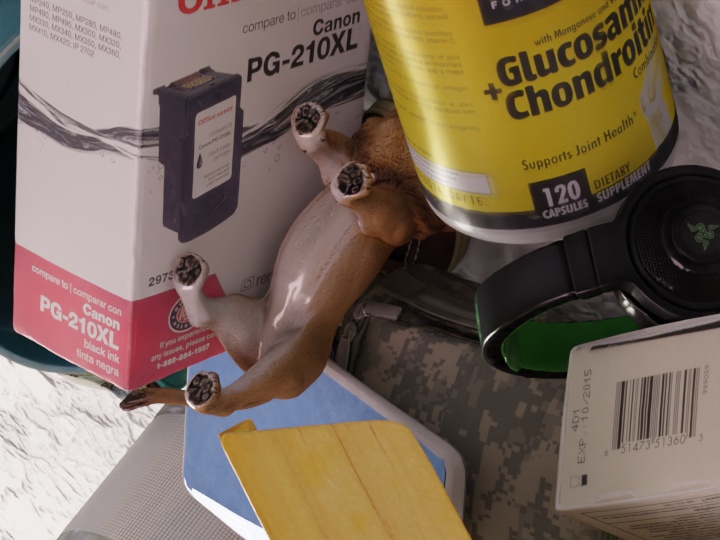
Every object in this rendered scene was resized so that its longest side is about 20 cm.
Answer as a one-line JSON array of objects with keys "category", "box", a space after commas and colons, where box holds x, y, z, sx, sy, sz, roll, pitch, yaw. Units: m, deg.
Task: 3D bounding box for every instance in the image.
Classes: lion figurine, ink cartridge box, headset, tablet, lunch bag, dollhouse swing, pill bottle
[{"category": "lion figurine", "box": [-0.015, -0.001, 1.153, 0.072, 0.200, 0.122, 47, -172, 27]}, {"category": "ink cartridge box", "box": [-0.074, -0.068, 1.158, 0.084, 0.145, 0.201, 25, 122, 35]}, {"category": "headset", "box": [0.145, 0.014, 1.038, 0.199, 0.094, 0.123, -18, 159, 18]}, {"category": "tablet", "box": [-0.021, 0.095, 1.221, 0.200, 0.014, 0.131, 35, 130, 42]}, {"category": "lunch bag", "box": [0.088, 0.090, 1.205, 0.200, 0.139, 0.168, 17, 133, 42]}, {"category": "dollhouse swing", "box": [0.067, 0.118, 1.034, 0.182, 0.175, 0.200, 62, 177, 19]}, {"category": "pill bottle", "box": [0.056, -0.119, 1.034, 0.112, 0.112, 0.200, 16, 137, 40]}]

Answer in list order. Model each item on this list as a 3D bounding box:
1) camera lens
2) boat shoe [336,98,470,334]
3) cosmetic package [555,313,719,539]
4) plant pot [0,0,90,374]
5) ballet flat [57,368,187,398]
[{"category": "camera lens", "box": [-0.092, 0.180, 1.445, 0.160, 0.200, 0.160, 30, 153, 17]}, {"category": "boat shoe", "box": [0.000, 0.000, 1.269, 0.072, 0.072, 0.200, 38, 147, 14]}, {"category": "cosmetic package", "box": [0.182, 0.085, 1.040, 0.105, 0.071, 0.200, -13, 151, 44]}, {"category": "plant pot", "box": [-0.164, -0.079, 1.285, 0.188, 0.200, 0.201, 35, 149, 46]}, {"category": "ballet flat", "box": [-0.144, 0.034, 1.417, 0.074, 0.074, 0.200, 38, 175, 15]}]
